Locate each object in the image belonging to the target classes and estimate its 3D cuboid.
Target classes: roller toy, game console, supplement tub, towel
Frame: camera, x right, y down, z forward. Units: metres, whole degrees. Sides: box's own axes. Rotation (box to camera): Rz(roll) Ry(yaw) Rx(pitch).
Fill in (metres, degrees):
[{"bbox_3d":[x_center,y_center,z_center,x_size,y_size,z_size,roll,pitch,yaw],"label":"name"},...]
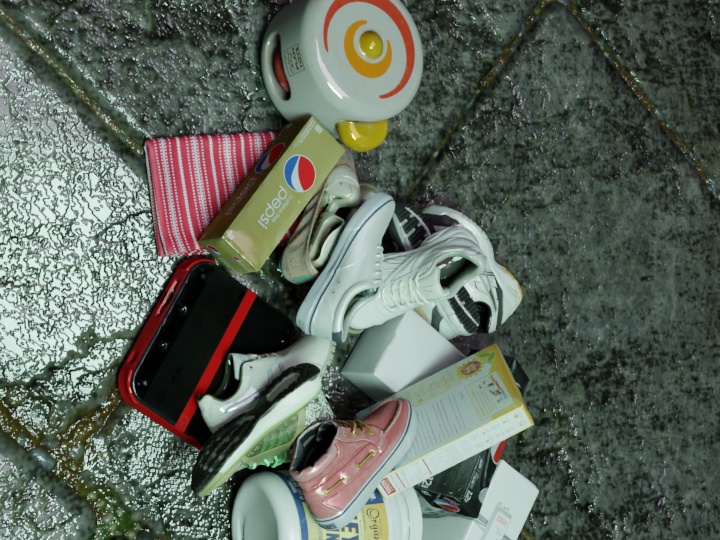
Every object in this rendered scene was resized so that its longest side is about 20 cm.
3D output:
[{"bbox_3d":[-0.020,-0.263,1.640,0.182,0.140,0.200,38,63,-23],"label":"roller toy"},{"bbox_3d":[-0.183,0.103,1.582,0.177,0.031,0.201,39,67,-31],"label":"game console"},{"bbox_3d":[-0.040,0.308,1.587,0.199,0.144,0.145,0,86,-33],"label":"supplement tub"},{"bbox_3d":[-0.163,-0.095,1.611,0.199,0.022,0.145,-7,90,-33],"label":"towel"}]

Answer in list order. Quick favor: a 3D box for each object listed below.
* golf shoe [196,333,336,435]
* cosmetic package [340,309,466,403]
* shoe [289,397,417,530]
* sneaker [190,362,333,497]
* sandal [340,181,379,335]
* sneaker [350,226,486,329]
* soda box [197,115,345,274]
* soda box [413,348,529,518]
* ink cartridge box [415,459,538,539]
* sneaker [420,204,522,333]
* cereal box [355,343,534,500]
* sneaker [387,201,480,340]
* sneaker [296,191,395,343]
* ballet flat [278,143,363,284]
[{"bbox_3d":[-0.111,0.123,1.576,0.200,0.078,0.097,-47,111,-29],"label":"golf shoe"},{"bbox_3d":[0.086,0.147,1.717,0.200,0.085,0.108,42,66,-23],"label":"cosmetic package"},{"bbox_3d":[-0.006,0.196,1.515,0.200,0.071,0.091,-51,125,-38],"label":"shoe"},{"bbox_3d":[-0.104,0.200,1.505,0.200,0.077,0.089,-41,111,-15],"label":"sneaker"},{"bbox_3d":[-0.006,-0.019,1.686,0.080,0.057,0.202,14,79,-31],"label":"sandal"},{"bbox_3d":[0.065,0.014,1.624,0.200,0.099,0.078,-31,110,-2],"label":"sneaker"},{"bbox_3d":[-0.107,-0.091,1.593,0.064,0.068,0.200,44,65,-23],"label":"soda box"},{"bbox_3d":[0.142,0.202,1.646,0.063,0.071,0.201,53,54,-49],"label":"soda box"},{"bbox_3d":[0.118,0.339,1.687,0.083,0.146,0.200,42,65,-27],"label":"ink cartridge box"},{"bbox_3d":[0.139,0.001,1.769,0.200,0.076,0.088,49,63,-20],"label":"sneaker"},{"bbox_3d":[0.097,0.179,1.585,0.199,0.144,0.040,-28,119,6],"label":"cereal box"},{"bbox_3d":[0.076,0.006,1.726,0.074,0.080,0.201,-28,92,-53],"label":"sneaker"},{"bbox_3d":[0.000,0.000,1.602,0.071,0.073,0.200,26,78,17],"label":"sneaker"},{"bbox_3d":[-0.035,-0.070,1.641,0.068,0.067,0.201,37,64,-39],"label":"ballet flat"}]
